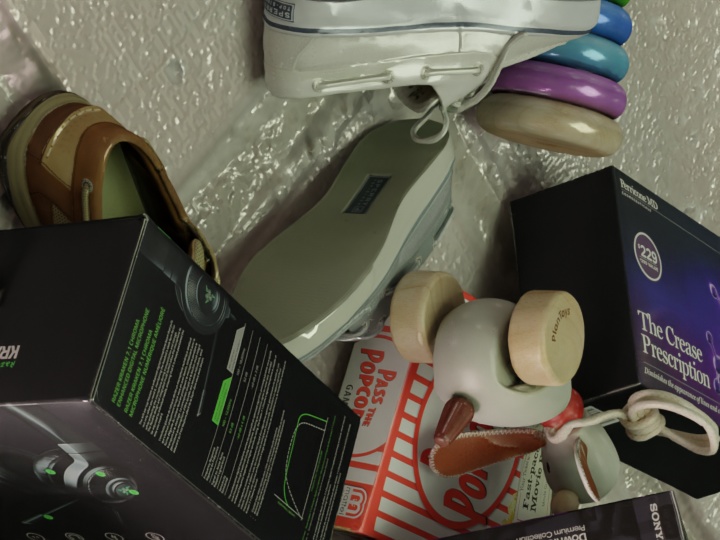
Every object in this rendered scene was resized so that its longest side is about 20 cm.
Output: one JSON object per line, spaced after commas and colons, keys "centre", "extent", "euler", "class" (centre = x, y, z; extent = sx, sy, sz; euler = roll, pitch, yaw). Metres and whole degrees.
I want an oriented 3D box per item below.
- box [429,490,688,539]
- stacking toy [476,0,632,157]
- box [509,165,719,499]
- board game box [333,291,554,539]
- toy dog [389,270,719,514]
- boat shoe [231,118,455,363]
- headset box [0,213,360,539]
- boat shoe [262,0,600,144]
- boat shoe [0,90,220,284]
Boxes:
{"centre": [0.086, 0.175, 1.344], "extent": [0.143, 0.200, 0.036], "euler": [62, 19, -65], "class": "box"}
{"centre": [0.128, -0.169, 1.383], "extent": [0.085, 0.085, 0.200], "euler": [16, 87, -49], "class": "stacking toy"}
{"centre": [0.178, 0.041, 1.459], "extent": [0.200, 0.079, 0.141], "euler": [27, 49, -50], "class": "box"}
{"centre": [0.060, 0.102, 1.407], "extent": [0.200, 0.046, 0.152], "euler": [29, 73, -48], "class": "board game box"}
{"centre": [0.085, 0.084, 1.286], "extent": [0.200, 0.132, 0.096], "euler": [40, 61, -30], "class": "toy dog"}
{"centre": [-0.001, 0.000, 1.285], "extent": [0.201, 0.070, 0.072], "euler": [-52, 139, -41], "class": "boat shoe"}
{"centre": [-0.129, 0.063, 1.092], "extent": [0.200, 0.174, 0.093], "euler": [45, 50, -45], "class": "headset box"}
{"centre": [0.038, -0.112, 1.292], "extent": [0.202, 0.075, 0.086], "euler": [-8, 116, -33], "class": "boat shoe"}
{"centre": [-0.108, 0.004, 1.180], "extent": [0.076, 0.074, 0.200], "euler": [-48, 133, -26], "class": "boat shoe"}
